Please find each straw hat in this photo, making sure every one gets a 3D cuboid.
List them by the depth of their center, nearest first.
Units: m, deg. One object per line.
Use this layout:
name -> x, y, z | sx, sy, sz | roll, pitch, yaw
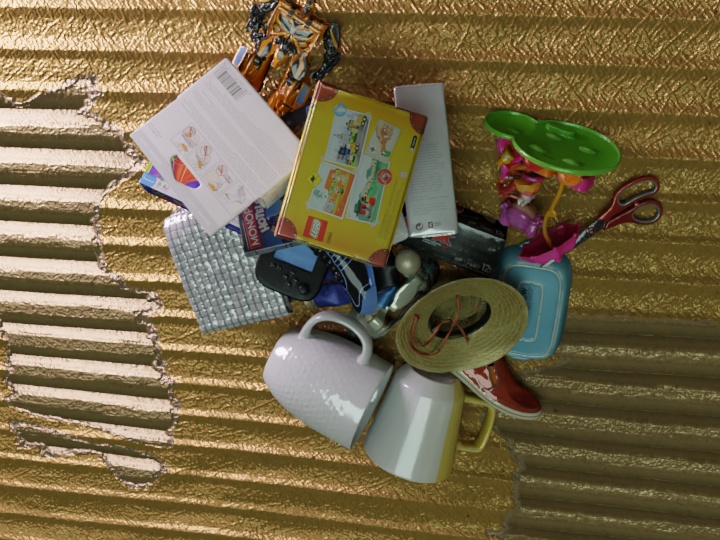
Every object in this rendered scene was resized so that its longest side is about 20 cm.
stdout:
straw hat -> 0.142, 0.056, 1.510 | 0.197, 0.086, 0.203 | -5, 131, -6

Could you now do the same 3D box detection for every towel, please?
towel -> -0.194, -0.017, 1.577 | 0.163, 0.086, 0.203 | -14, 109, 16

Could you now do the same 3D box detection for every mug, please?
mug -> -0.049, 0.151, 1.584 | 0.173, 0.148, 0.202 | 27, 123, 9
mug -> 0.106, 0.223, 1.610 | 0.149, 0.185, 0.155 | 30, 113, 36

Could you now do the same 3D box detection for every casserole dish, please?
casserole dish -> 0.251, 0.054, 1.535 | 0.119, 0.039, 0.203 | 8, 115, 8

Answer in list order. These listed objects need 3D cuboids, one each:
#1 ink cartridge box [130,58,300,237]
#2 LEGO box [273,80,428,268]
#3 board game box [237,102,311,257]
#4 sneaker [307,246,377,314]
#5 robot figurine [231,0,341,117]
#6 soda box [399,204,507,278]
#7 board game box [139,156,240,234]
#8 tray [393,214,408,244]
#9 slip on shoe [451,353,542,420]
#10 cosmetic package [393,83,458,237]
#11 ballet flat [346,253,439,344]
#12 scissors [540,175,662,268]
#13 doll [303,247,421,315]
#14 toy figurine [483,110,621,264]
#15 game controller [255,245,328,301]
ink cartridge box -> -0.185, -0.161, 1.378 | 0.173, 0.044, 0.201 | -39, 72, -6
LEGO box -> -0.014, -0.120, 1.306 | 0.147, 0.077, 0.203 | 17, 91, -6
board game box -> -0.123, -0.118, 1.411 | 0.196, 0.062, 0.203 | -12, 71, 3
sneaker -> -0.035, -0.028, 1.463 | 0.077, 0.070, 0.203 | -16, 90, -15
robot figurine -> -0.113, -0.293, 1.442 | 0.144, 0.058, 0.201 | 29, 118, -3
soda box -> 0.113, -0.063, 1.496 | 0.197, 0.063, 0.072 | 21, 116, 2
board game box -> -0.202, -0.142, 1.483 | 0.197, 0.045, 0.136 | 23, 79, 11
tray -> 0.004, -0.128, 1.443 | 0.107, 0.022, 0.203 | -23, 84, 57
slip on shoe -> 0.204, 0.160, 1.578 | 0.199, 0.074, 0.061 | 38, 114, -1
cosmetic package -> 0.090, -0.150, 1.402 | 0.073, 0.102, 0.204 | -5, 95, 3
ballet flat -> 0.041, 0.053, 1.564 | 0.072, 0.072, 0.200 | 41, 117, -8
scissors -> 0.337, -0.071, 1.455 | 0.197, 0.014, 0.074 | -23, 113, 12
doll -> 0.000, 0.000, 1.533 | 0.197, 0.048, 0.139 | -11, 89, 30
toy figurine -> 0.245, -0.101, 1.422 | 0.198, 0.150, 0.187 | 26, 127, 25
game controller -> -0.081, -0.060, 1.506 | 0.103, 0.042, 0.203 | 21, 87, -10
